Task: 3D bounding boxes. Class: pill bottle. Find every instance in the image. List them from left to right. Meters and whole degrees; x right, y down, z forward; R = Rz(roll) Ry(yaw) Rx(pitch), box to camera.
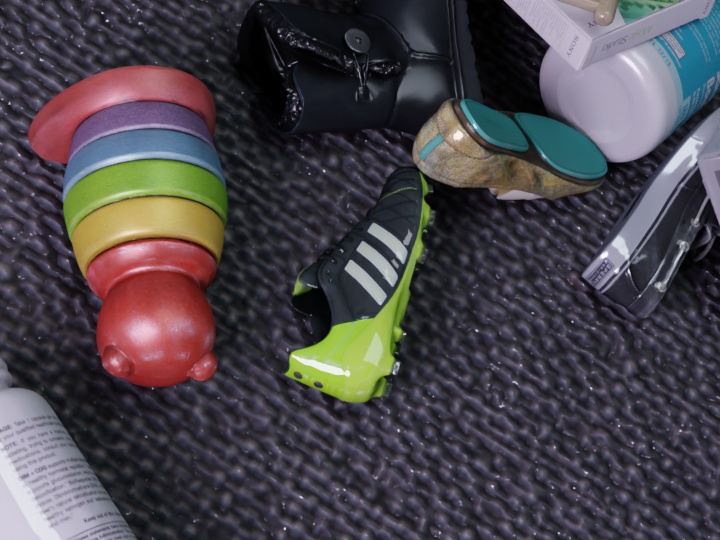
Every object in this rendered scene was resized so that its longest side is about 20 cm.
[{"bbox_3d":[-0.205,0.139,1.380,0.113,0.113,0.200,-23,71,-38],"label":"pill bottle"},{"bbox_3d":[0.232,-0.172,1.845,0.111,0.111,0.200,45,49,7],"label":"pill bottle"}]

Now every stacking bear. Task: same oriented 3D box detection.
[{"bbox_3d":[-0.137,-0.019,1.540,0.121,0.114,0.200,6,60,-26],"label":"stacking bear"}]

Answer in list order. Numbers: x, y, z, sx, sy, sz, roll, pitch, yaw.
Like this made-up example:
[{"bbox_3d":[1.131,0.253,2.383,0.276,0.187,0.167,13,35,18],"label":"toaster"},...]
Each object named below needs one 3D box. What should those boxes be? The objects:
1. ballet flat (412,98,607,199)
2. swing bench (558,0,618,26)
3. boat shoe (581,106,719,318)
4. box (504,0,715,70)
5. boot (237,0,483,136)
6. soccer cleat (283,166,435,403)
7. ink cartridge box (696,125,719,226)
[{"bbox_3d":[0.103,-0.080,1.732,0.200,0.071,0.071,9,49,-55],"label":"ballet flat"},{"bbox_3d":[0.115,-0.303,1.714,0.199,0.130,0.200,19,40,-2],"label":"swing bench"},{"bbox_3d":[0.239,-0.043,1.782,0.068,0.074,0.199,39,50,0],"label":"boat shoe"},{"bbox_3d":[0.149,-0.241,1.777,0.144,0.036,0.200,-25,62,-36],"label":"box"},{"bbox_3d":[-0.007,-0.184,1.743,0.168,0.076,0.200,4,62,-31],"label":"boot"},{"bbox_3d":[0.000,0.000,1.629,0.081,0.068,0.200,16,51,-2],"label":"soccer cleat"},{"bbox_3d":[0.322,-0.053,1.817,0.160,0.047,0.200,67,29,-15],"label":"ink cartridge box"}]
